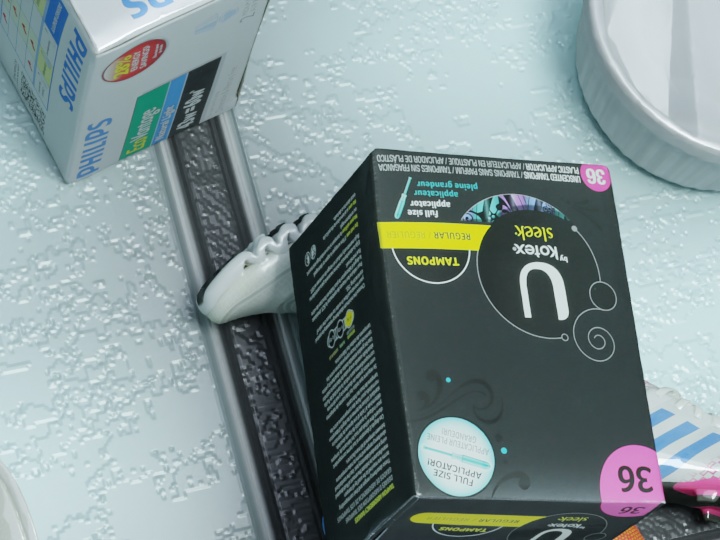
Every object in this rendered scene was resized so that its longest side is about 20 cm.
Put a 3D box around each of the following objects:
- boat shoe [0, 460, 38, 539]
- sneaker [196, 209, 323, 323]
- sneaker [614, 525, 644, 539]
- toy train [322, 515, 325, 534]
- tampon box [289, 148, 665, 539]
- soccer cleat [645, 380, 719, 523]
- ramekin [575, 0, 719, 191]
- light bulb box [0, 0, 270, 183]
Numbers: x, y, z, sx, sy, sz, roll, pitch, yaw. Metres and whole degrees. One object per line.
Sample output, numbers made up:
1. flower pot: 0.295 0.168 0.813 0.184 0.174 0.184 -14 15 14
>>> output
1. boat shoe: -0.240 0.114 1.425 0.074 0.060 0.200 -39 80 -4
2. sneaker: 0.000 0.000 1.521 0.199 0.075 0.081 -19 83 -18
3. sneaker: 0.127 0.231 1.454 0.073 0.077 0.201 22 64 -2
4. toy train: 0.040 0.138 1.467 0.114 0.087 0.201 2 68 -18
5. tampon box: 0.060 0.054 1.392 0.149 0.126 0.201 2 65 -23
6. soccer cleat: 0.196 0.104 1.521 0.199 0.070 0.087 5 68 -11
7. ramekin: 0.228 -0.143 1.613 0.202 0.094 0.203 5 69 -12
8. light bulb box: -0.156 -0.191 1.487 0.125 0.198 0.200 -26 78 -19
